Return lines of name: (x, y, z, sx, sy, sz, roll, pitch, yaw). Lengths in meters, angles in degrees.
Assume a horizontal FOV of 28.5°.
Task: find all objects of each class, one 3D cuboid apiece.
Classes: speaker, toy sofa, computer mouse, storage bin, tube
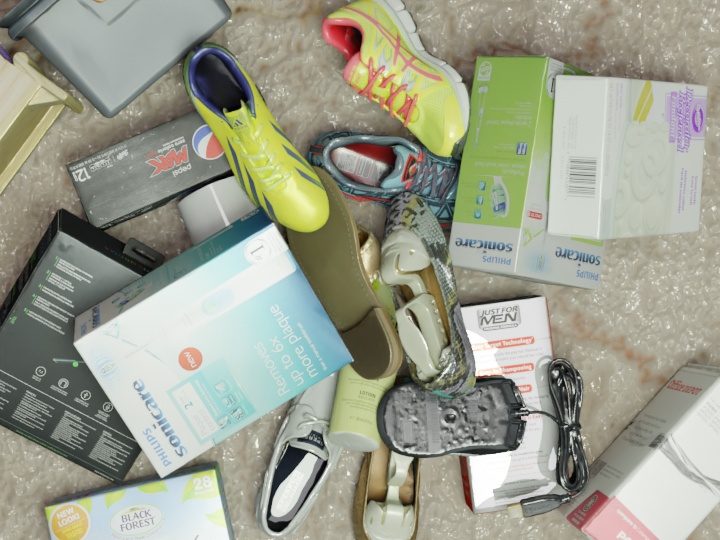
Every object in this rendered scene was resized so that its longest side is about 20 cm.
speaker: (-0.102, 0.012, 1.350, 0.081, 0.081, 0.201, -23, 84, -4)
toy sofa: (-0.362, -0.113, 1.345, 0.097, 0.083, 0.200, 36, 87, 2)
computer mouse: (0.117, 0.165, 1.330, 0.199, 0.046, 0.141, -8, 81, -6)
storage bin: (-0.221, -0.243, 1.336, 0.200, 0.146, 0.134, -41, 102, -3)
tube: (0.012, 0.072, 1.365, 0.052, 0.058, 0.201, -7, 58, 36)

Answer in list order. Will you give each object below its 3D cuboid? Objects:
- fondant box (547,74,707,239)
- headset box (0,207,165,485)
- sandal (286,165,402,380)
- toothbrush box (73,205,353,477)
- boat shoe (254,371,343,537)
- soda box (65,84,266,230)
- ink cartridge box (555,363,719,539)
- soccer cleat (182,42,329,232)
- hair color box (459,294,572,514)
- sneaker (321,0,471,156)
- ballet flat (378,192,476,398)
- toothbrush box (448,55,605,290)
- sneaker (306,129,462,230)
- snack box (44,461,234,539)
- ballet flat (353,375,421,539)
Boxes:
fondant box: (0.254, -0.107, 1.329, 0.058, 0.199, 0.145, 7, 98, 38)
headset box: (-0.248, 0.064, 1.312, 0.174, 0.093, 0.201, 29, 98, -18)
sandal: (-0.004, 0.002, 1.351, 0.077, 0.069, 0.213, -30, 75, 32)
toothbrush box: (-0.130, 0.060, 1.242, 0.199, 0.085, 0.147, -30, 106, -2)
boat shoe: (-0.044, 0.166, 1.370, 0.073, 0.065, 0.201, 19, 86, -3)
soda box: (-0.177, -0.107, 1.366, 0.199, 0.063, 0.071, -23, 91, -3)
ink cartridge box: (0.291, 0.189, 1.353, 0.085, 0.146, 0.200, 42, 88, -1)
soccer cleat: (-0.099, -0.119, 1.296, 0.065, 0.084, 0.201, -34, 89, -3)
hair color box: (0.142, 0.129, 1.387, 0.101, 0.061, 0.201, -7, 91, -3)
sneaker: (0.029, -0.178, 1.340, 0.090, 0.078, 0.200, -16, 57, -32)
ballet flat: (0.053, 0.020, 1.296, 0.072, 0.072, 0.201, -15, 77, -4)
toothbrush box: (0.169, -0.091, 1.343, 0.145, 0.086, 0.201, 11, 89, -48)
sneaker: (0.046, -0.087, 1.365, 0.199, 0.096, 0.080, 10, 89, -4)
snack box: (-0.198, 0.301, 1.359, 0.168, 0.068, 0.201, -13, 89, -3)
ballet flat: (0.033, 0.203, 1.373, 0.067, 0.072, 0.201, 9, 89, -7)
